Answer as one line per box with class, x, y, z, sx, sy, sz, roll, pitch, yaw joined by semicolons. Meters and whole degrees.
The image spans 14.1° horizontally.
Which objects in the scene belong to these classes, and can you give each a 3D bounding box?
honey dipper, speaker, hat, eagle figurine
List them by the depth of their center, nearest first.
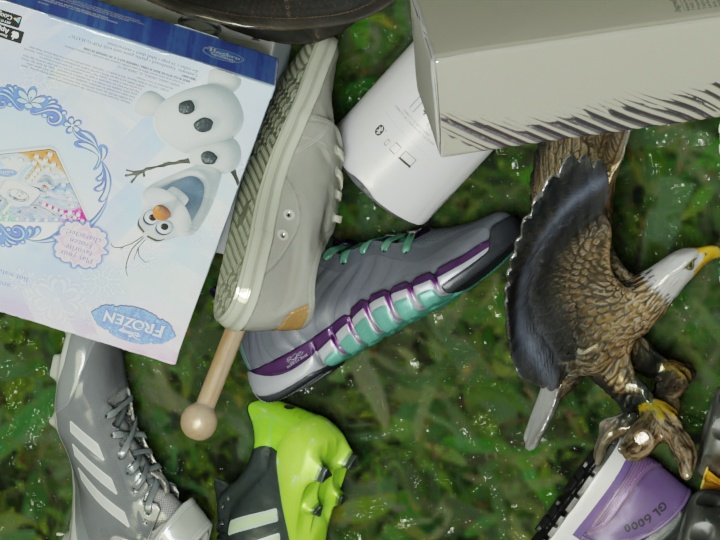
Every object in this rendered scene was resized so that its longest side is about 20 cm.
eagle figurine;0.137;0.007;1.705;0.151;0.152;0.200;-41;110;-21
hat;-0.049;-0.184;1.714;0.200;0.201;0.081;14;142;10
speaker;0.074;-0.124;1.718;0.081;0.081;0.200;43;109;1
honey dipper;-0.065;0.009;1.760;0.038;0.038;0.201;19;79;9

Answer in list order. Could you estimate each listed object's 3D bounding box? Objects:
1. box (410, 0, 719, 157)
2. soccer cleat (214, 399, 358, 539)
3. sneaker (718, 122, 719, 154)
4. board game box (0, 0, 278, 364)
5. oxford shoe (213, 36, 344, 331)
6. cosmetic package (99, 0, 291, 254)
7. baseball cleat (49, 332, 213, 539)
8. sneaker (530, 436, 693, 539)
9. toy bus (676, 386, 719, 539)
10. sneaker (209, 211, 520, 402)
box;0.132;-0.124;1.635;0.199;0.082;0.069;-8;125;-4
soccer cleat;-0.061;0.174;1.837;0.081;0.067;0.201;29;114;30
sneaker;0.246;-0.042;1.702;0.073;0.087;0.201;3;81;11
board game box;-0.171;-0.062;1.693;0.199;0.043;0.200;18;119;-8
oxford shoe;-0.037;-0.048;1.705;0.057;0.201;0.075;20;151;-14
cosmetic package;-0.150;-0.105;1.796;0.199;0.052;0.152;13;103;11
baseball cleat;-0.141;0.124;1.835;0.106;0.070;0.201;10;116;23
sneaker;0.132;0.203;1.787;0.087;0.076;0.200;35;109;-2
toy bus;0.247;0.183;1.719;0.135;0.201;0.193;14;138;4
sneaker;0.000;0.000;1.773;0.199;0.074;0.088;-31;86;17
